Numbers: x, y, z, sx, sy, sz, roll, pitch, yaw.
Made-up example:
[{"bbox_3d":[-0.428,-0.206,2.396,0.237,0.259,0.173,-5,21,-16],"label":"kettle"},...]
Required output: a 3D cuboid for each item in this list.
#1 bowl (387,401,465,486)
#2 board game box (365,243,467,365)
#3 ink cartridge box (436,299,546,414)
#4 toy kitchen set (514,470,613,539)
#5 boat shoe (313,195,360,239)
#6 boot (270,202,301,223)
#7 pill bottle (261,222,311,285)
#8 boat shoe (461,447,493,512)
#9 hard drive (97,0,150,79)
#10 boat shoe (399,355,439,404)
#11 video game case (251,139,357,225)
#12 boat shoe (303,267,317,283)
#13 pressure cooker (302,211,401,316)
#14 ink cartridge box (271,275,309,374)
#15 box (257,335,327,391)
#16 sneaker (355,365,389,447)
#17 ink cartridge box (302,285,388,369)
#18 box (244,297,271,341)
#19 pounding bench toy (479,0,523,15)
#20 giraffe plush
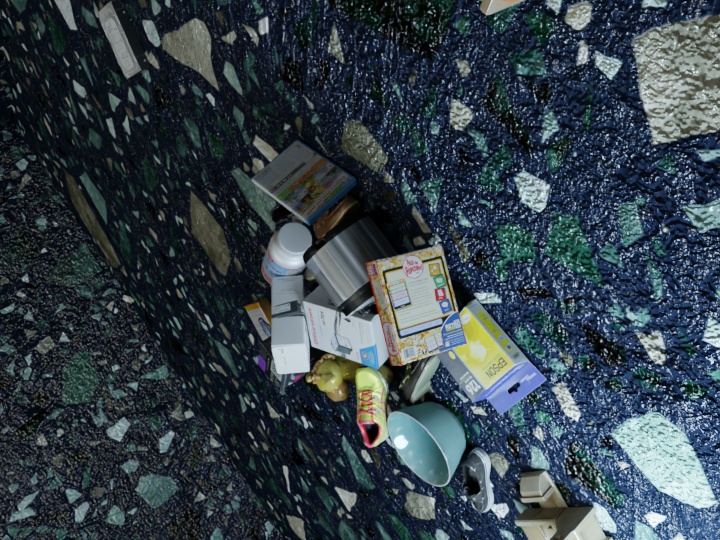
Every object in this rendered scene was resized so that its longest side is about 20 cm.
[{"bbox_3d":[0.167,0.386,1.620,0.201,0.105,0.201,36,142,34],"label":"bowl"},{"bbox_3d":[0.108,0.064,1.332,0.046,0.151,0.201,-15,89,65],"label":"board game box"},{"bbox_3d":[0.245,0.184,1.389,0.200,0.047,0.198,52,148,16],"label":"ink cartridge box"},{"bbox_3d":[0.348,0.522,1.397,0.164,0.180,0.200,59,146,2],"label":"toy kitchen set"},{"bbox_3d":[-0.062,-0.117,1.548,0.068,0.072,0.200,54,152,5],"label":"boat shoe"},{"bbox_3d":[-0.156,-0.146,1.602,0.070,0.131,0.200,56,150,2],"label":"boot"},{"bbox_3d":[-0.181,-0.039,1.742,0.109,0.109,0.200,53,154,10],"label":"pill bottle"},{"bbox_3d":[0.264,0.498,1.613,0.070,0.066,0.201,31,140,38],"label":"boat shoe"},{"bbox_3d":[-0.687,-0.667,2.023,0.139,0.038,0.201,4,119,54],"label":"hard drive"},{"bbox_3d":[0.128,0.234,1.577,0.061,0.072,0.202,41,148,20],"label":"boat shoe"},{"bbox_3d":[-0.123,-0.193,1.504,0.200,0.143,0.018,37,162,32],"label":"video game case"},{"bbox_3d":[-0.061,0.002,1.683,0.063,0.073,0.200,29,159,-30],"label":"boat shoe"},{"bbox_3d":[-0.002,0.002,1.453,0.200,0.178,0.176,53,-169,4],"label":"pressure cooker"},{"bbox_3d":[-0.172,0.135,1.726,0.145,0.084,0.201,87,179,-55],"label":"ink cartridge box"},{"bbox_3d":[-0.161,0.207,1.852,0.106,0.200,0.122,46,148,21],"label":"box"},{"bbox_3d":[0.024,0.324,1.646,0.078,0.090,0.201,-9,100,23],"label":"sneaker"},{"bbox_3d":[-0.028,0.131,1.663,0.199,0.086,0.147,13,129,30],"label":"ink cartridge box"},{"bbox_3d":[-0.280,0.184,2.169,0.119,0.041,0.201,-16,105,59],"label":"box"},{"bbox_3d":[0.169,-0.402,0.905,0.156,0.124,0.200,49,148,16],"label":"pounding bench toy"},{"bbox_3d":[-0.041,0.256,1.755,0.200,0.162,0.173,49,149,15],"label":"giraffe plush"}]
